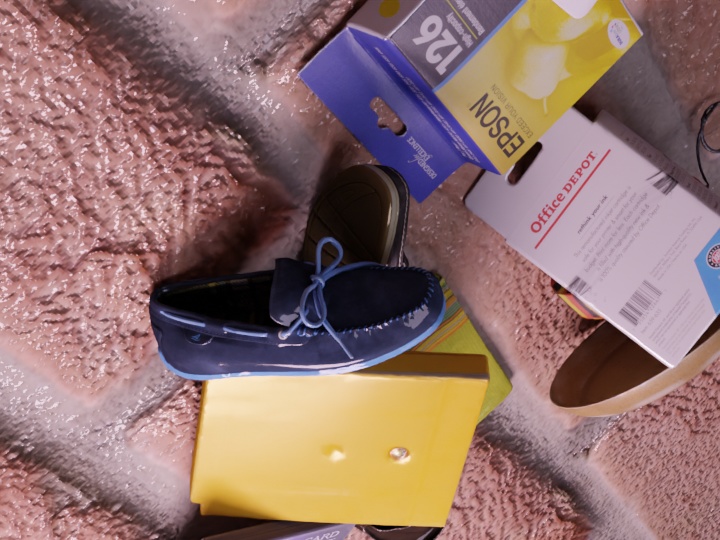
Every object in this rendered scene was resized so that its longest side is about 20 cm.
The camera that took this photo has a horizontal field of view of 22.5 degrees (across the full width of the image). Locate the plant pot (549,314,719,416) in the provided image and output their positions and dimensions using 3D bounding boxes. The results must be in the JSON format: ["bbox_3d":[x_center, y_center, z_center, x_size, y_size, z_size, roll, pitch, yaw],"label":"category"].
[{"bbox_3d":[0.243,0.059,1.469,0.200,0.200,0.028,-37,100,-10],"label":"plant pot"}]

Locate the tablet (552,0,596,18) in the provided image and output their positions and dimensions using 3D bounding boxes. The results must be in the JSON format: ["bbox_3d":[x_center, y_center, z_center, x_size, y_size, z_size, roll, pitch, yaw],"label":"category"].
[{"bbox_3d":[0.171,-0.263,1.154,0.200,0.014,0.130,-52,141,10],"label":"tablet"}]

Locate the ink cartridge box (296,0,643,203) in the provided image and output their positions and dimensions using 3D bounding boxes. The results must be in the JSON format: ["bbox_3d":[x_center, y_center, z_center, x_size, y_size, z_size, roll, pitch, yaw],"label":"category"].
[{"bbox_3d":[0.080,-0.148,1.222,0.200,0.047,0.198,-48,144,1],"label":"ink cartridge box"}]

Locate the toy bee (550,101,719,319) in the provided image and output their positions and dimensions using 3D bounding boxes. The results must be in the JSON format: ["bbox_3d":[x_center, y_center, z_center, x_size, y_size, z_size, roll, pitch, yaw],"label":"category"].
[{"bbox_3d":[0.237,-0.037,1.417,0.130,0.109,0.201,17,106,-24],"label":"toy bee"}]

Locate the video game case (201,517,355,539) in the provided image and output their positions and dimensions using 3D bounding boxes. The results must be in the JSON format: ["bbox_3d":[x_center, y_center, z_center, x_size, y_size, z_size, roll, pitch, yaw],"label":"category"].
[{"bbox_3d":[-0.099,0.257,1.422,0.142,0.019,0.200,-8,143,-38],"label":"video game case"}]

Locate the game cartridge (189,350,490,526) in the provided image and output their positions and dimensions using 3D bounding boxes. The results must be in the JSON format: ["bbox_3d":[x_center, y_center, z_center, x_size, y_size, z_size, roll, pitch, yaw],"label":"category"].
[{"bbox_3d":[-0.020,0.119,1.312,0.198,0.033,0.177,5,135,-8],"label":"game cartridge"}]

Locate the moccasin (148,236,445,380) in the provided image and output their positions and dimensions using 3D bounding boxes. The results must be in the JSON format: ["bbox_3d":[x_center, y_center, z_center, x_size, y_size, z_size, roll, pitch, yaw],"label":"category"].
[{"bbox_3d":[-0.046,0.028,1.184,0.199,0.081,0.068,-12,129,11],"label":"moccasin"}]

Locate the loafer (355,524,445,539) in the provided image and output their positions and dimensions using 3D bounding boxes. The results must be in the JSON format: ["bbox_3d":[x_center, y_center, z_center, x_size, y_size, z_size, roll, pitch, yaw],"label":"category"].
[{"bbox_3d":[0.020,0.189,1.463,0.073,0.071,0.200,-45,143,1],"label":"loafer"}]

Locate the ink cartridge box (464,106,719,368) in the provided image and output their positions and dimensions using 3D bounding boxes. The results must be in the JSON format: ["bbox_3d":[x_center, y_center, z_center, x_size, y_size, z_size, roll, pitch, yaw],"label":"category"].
[{"bbox_3d":[0.191,-0.037,1.351,0.116,0.200,0.067,-53,176,19],"label":"ink cartridge box"}]

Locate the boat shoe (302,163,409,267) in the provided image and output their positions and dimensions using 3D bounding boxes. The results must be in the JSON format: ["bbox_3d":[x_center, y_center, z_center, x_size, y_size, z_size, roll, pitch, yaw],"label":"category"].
[{"bbox_3d":[0.000,0.001,1.273,0.066,0.072,0.202,-20,143,-37],"label":"boat shoe"}]

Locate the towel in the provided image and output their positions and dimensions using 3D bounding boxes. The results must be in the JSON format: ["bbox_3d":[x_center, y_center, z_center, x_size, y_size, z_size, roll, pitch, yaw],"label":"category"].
[{"bbox_3d":[0.064,0.079,1.445,0.086,0.018,0.200,-41,143,-3],"label":"towel"}]
